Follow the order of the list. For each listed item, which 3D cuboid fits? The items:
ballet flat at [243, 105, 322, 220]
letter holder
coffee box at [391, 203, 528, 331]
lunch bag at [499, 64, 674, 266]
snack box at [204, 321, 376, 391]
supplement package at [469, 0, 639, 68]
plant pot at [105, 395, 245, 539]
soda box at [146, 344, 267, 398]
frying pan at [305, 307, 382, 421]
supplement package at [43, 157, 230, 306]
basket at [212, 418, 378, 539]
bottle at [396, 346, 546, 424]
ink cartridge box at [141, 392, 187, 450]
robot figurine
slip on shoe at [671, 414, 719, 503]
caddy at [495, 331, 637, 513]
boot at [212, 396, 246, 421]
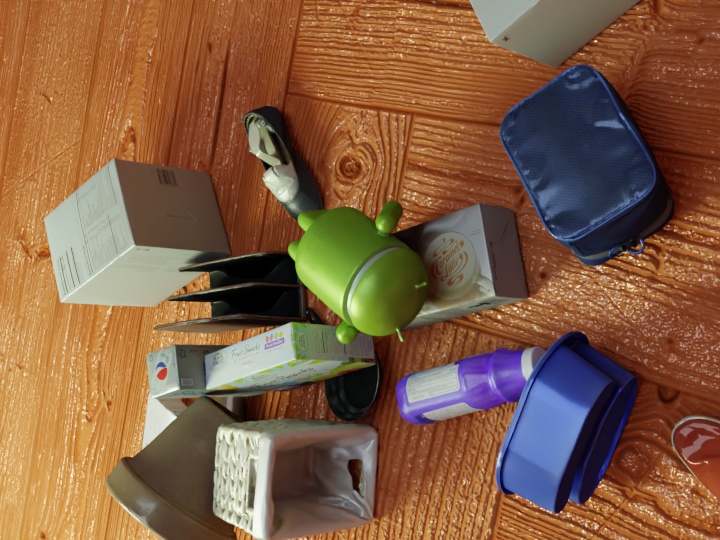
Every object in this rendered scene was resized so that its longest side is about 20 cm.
[{"bbox_3d":[-0.120,-0.153,1.553,0.073,0.073,0.202,-38,64,32],"label":"ballet flat"},{"bbox_3d":[-0.197,0.033,1.560,0.198,0.141,0.102,-9,82,40],"label":"letter holder"},{"bbox_3d":[0.100,0.000,1.346,0.198,0.079,0.116,-17,76,39],"label":"coffee box"},{"bbox_3d":[0.257,-0.105,1.185,0.135,0.132,0.202,-30,67,18],"label":"lunch bag"},{"bbox_3d":[-0.096,0.119,1.435,0.199,0.141,0.054,-23,67,45],"label":"snack box"},{"bbox_3d":[0.203,-0.370,1.232,0.151,0.150,0.202,-36,65,32],"label":"supplement package"},{"bbox_3d":[-0.221,0.276,1.478,0.199,0.200,0.176,32,83,37],"label":"plant pot"},{"bbox_3d":[-0.203,0.143,1.521,0.068,0.198,0.064,-20,74,38],"label":"soda box"},{"bbox_3d":[-0.029,0.135,1.482,0.189,0.031,0.117,26,102,51],"label":"frying pan"},{"bbox_3d":[-0.347,-0.053,1.662,0.199,0.190,0.149,-31,68,34],"label":"supplement package"},{"bbox_3d":[-0.087,0.268,1.419,0.122,0.198,0.138,3,89,45],"label":"basket"},{"bbox_3d":[0.138,0.138,1.302,0.198,0.083,0.066,-21,73,39],"label":"bottle"},{"bbox_3d":[-0.279,0.298,1.639,0.200,0.056,0.165,32,115,57],"label":"ink cartridge box"},{"bbox_3d":[0.000,0.000,1.303,0.199,0.115,0.178,37,117,36],"label":"robot figurine"},{"bbox_3d":[0.393,0.223,1.092,0.200,0.061,0.075,50,120,33],"label":"slip on shoe"},{"bbox_3d":[0.220,0.169,1.194,0.104,0.141,0.203,28,105,33],"label":"caddy"},{"bbox_3d":[-0.172,0.263,1.582,0.185,0.064,0.204,-10,77,41],"label":"boot"}]
